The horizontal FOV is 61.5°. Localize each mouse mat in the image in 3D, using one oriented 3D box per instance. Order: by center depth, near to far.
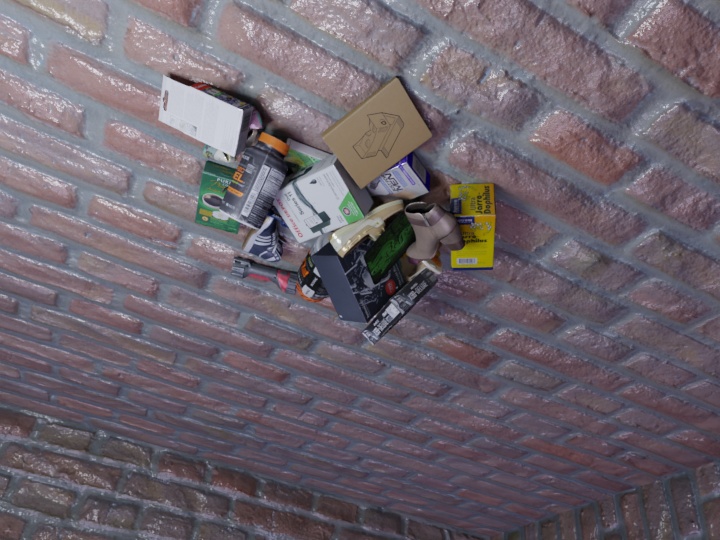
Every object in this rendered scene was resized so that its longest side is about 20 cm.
[{"bbox_3d":[0.086,-0.069,1.468,0.008,0.200,0.161,37,166,27],"label":"mouse mat"}]

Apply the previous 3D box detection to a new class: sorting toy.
[{"bbox_3d":[0.103,-0.038,1.629,0.179,0.108,0.200,35,142,-15],"label":"sorting toy"}]

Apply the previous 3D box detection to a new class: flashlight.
[{"bbox_3d":[-0.280,0.017,1.777,0.197,0.069,0.068,13,171,-6],"label":"flashlight"}]

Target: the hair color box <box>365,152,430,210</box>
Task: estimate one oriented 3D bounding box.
[{"bbox_3d":[0.055,-0.206,1.445,0.198,0.066,0.109,-19,136,31],"label":"hair color box"}]

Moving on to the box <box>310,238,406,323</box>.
[{"bbox_3d":[0.000,0.000,1.548,0.103,0.182,0.202,2,125,46],"label":"box"}]

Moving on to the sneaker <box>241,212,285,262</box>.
[{"bbox_3d":[-0.238,-0.091,1.626,0.108,0.071,0.200,28,144,-17],"label":"sneaker"}]

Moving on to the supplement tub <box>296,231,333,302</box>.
[{"bbox_3d":[-0.101,-0.004,1.673,0.121,0.124,0.201,19,139,-15],"label":"supplement tub"}]

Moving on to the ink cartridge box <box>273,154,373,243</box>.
[{"bbox_3d":[-0.093,-0.168,1.413,0.198,0.083,0.148,-19,116,30],"label":"ink cartridge box"}]

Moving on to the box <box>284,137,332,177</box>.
[{"bbox_3d":[-0.140,-0.219,1.480,0.142,0.037,0.201,18,139,-12],"label":"box"}]

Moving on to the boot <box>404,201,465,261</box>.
[{"bbox_3d":[0.151,-0.098,1.429,0.198,0.071,0.146,-11,134,44],"label":"boot"}]

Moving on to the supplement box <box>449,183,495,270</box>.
[{"bbox_3d":[0.276,-0.104,1.499,0.108,0.110,0.201,-1,141,9],"label":"supplement box"}]

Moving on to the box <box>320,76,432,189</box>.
[{"bbox_3d":[0.036,-0.292,1.305,0.199,0.021,0.164,-35,129,9],"label":"box"}]

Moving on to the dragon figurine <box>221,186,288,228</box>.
[{"bbox_3d":[-0.238,-0.164,1.459,0.098,0.060,0.200,7,161,33],"label":"dragon figurine"}]

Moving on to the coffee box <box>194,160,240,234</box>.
[{"bbox_3d":[-0.353,-0.183,1.551,0.121,0.044,0.201,14,141,-10],"label":"coffee box"}]

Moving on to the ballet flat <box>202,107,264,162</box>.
[{"bbox_3d":[-0.290,-0.292,1.377,0.199,0.072,0.069,-31,173,35],"label":"ballet flat"}]

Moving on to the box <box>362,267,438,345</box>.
[{"bbox_3d":[0.101,0.095,1.568,0.050,0.157,0.200,46,145,8],"label":"box"}]

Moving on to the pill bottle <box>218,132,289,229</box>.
[{"bbox_3d":[-0.230,-0.204,1.356,0.105,0.202,0.106,25,-178,-1],"label":"pill bottle"}]

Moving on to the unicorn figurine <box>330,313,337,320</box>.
[{"bbox_3d":[0.024,0.107,1.846,0.137,0.074,0.200,35,120,-18],"label":"unicorn figurine"}]

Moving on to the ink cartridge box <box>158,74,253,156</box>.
[{"bbox_3d":[-0.337,-0.340,1.310,0.198,0.050,0.110,26,123,8],"label":"ink cartridge box"}]

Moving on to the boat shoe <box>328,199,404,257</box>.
[{"bbox_3d":[0.023,-0.098,1.426,0.198,0.067,0.074,-30,174,1],"label":"boat shoe"}]
